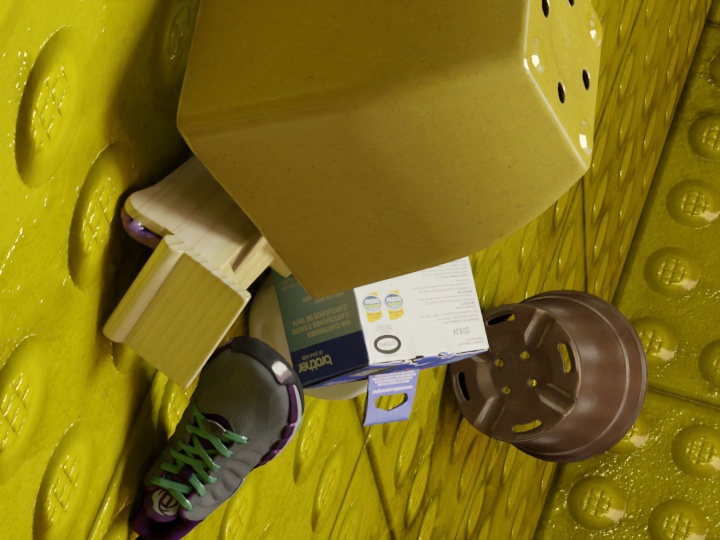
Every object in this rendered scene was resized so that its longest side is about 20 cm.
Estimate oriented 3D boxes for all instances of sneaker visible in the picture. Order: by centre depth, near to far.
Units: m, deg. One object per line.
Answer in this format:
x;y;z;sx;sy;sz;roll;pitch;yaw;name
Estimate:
-0.098;0.124;1.522;0.088;0.074;0.200;-52;174;-37;sneaker

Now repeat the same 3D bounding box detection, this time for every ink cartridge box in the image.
0.009;0.004;1.614;0.136;0.076;0.200;-5;78;-49;ink cartridge box

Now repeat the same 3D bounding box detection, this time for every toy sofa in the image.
-0.094;-0.018;1.472;0.083;0.098;0.200;-54;178;30;toy sofa

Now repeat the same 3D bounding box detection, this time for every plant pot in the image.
0.033;-0.123;1.392;0.196;0.200;0.195;52;38;-48;plant pot
0.200;0.116;2.575;0.198;0.200;0.201;10;95;-70;plant pot

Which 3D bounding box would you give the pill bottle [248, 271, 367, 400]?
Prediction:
0.000;0.000;1.769;0.200;0.113;0.113;-58;159;-52;pill bottle
